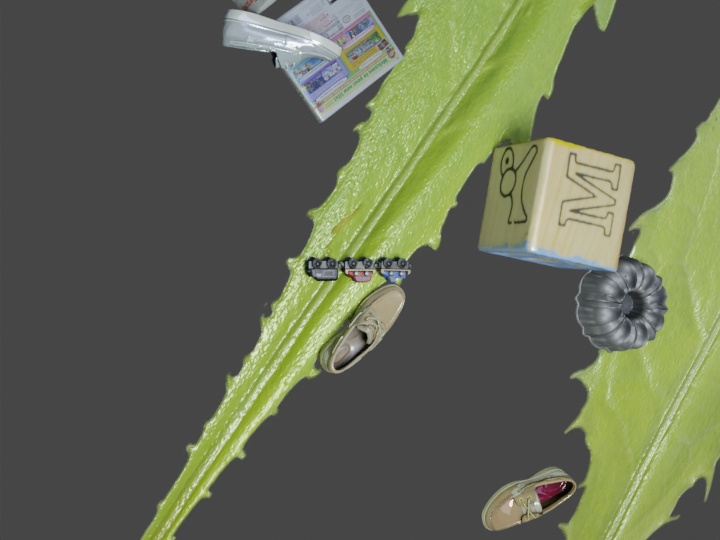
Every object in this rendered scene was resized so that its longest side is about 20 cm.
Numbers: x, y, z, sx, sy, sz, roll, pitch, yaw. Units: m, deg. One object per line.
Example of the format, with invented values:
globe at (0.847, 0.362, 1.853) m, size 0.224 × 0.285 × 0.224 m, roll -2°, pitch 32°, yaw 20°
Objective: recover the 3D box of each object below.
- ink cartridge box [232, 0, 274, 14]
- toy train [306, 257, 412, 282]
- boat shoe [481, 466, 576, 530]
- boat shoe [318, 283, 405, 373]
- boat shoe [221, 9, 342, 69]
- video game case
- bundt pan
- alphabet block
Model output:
ink cartridge box at (-0.198, -0.510, 1.259) m, size 0.084 × 0.144 × 0.200 m, roll -46°, pitch 106°, yaw -11°
toy train at (0.000, 0.000, 1.410) m, size 0.199 × 0.034 × 0.046 m, roll 0°, pitch 95°, yaw -20°
boat shoe at (0.324, 0.439, 1.530) m, size 0.199 × 0.066 × 0.074 m, roll -26°, pitch 100°, yaw -18°
boat shoe at (0.012, 0.104, 1.401) m, size 0.200 × 0.065 × 0.072 m, roll -44°, pitch 105°, yaw -14°
boat shoe at (-0.131, -0.367, 1.312) m, size 0.199 × 0.070 × 0.072 m, roll 12°, pitch 98°, yaw -17°
video game case at (-0.048, -0.388, 1.386) m, size 0.200 × 0.022 × 0.182 m, roll -40°, pitch 105°, yaw -16°
bundt pan at (0.531, 0.069, 1.592) m, size 0.201 × 0.076 × 0.203 m, roll -1°, pitch 93°, yaw -21°
alphabet block at (0.352, -0.116, 1.457) m, size 0.195 × 0.195 × 0.201 m, roll 11°, pitch 89°, yaw -22°
